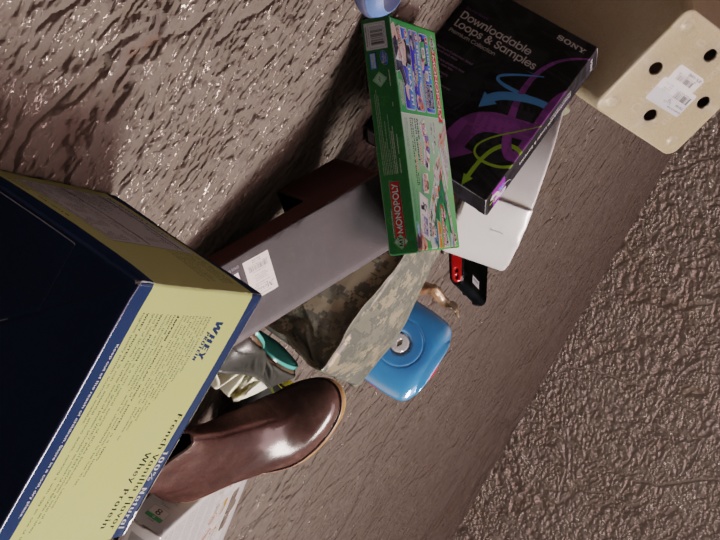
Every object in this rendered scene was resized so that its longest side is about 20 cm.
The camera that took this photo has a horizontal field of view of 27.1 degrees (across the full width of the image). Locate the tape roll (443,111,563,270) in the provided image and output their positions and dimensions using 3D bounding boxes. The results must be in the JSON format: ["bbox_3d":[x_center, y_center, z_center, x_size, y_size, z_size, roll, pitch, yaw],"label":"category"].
[{"bbox_3d":[0.147,-0.104,1.542,0.202,0.070,0.204,-161,-90,-89],"label":"tape roll"}]

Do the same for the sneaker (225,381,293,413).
[{"bbox_3d":[-0.081,0.153,1.571,0.075,0.084,0.200,-59,165,6],"label":"sneaker"}]

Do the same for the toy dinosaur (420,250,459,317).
[{"bbox_3d":[0.025,0.003,1.635,0.200,0.134,0.086,62,16,-51],"label":"toy dinosaur"}]

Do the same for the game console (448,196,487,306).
[{"bbox_3d":[0.123,-0.058,1.734,0.200,0.031,0.179,35,57,-74],"label":"game console"}]

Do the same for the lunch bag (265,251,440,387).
[{"bbox_3d":[0.000,0.000,1.461,0.201,0.117,0.164,-52,164,0],"label":"lunch bag"}]

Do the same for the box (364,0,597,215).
[{"bbox_3d":[0.118,-0.170,1.441,0.201,0.142,0.036,-53,163,-18],"label":"box"}]

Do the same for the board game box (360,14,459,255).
[{"bbox_3d":[0.046,-0.116,1.319,0.134,0.029,0.202,-7,90,-71],"label":"board game box"}]

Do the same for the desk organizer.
[{"bbox_3d":[-0.066,-0.019,1.286,0.199,0.077,0.072,-32,120,-26],"label":"desk organizer"}]

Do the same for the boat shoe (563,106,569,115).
[{"bbox_3d":[0.208,-0.225,1.772,0.200,0.071,0.063,11,69,-71],"label":"boat shoe"}]

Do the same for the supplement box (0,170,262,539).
[{"bbox_3d":[-0.194,0.060,0.937,0.201,0.134,0.200,-59,164,7],"label":"supplement box"}]

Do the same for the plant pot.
[{"bbox_3d":[0.295,-0.244,1.547,0.199,0.178,0.200,25,119,-39],"label":"plant pot"}]

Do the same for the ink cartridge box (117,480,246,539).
[{"bbox_3d":[-0.192,0.273,1.550,0.200,0.050,0.162,-41,158,-57],"label":"ink cartridge box"}]

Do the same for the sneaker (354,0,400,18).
[{"bbox_3d":[0.064,-0.280,1.167,0.201,0.082,0.074,-59,166,13],"label":"sneaker"}]

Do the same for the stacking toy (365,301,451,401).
[{"bbox_3d":[0.038,0.111,1.871,0.116,0.109,0.200,-56,176,-15],"label":"stacking toy"}]

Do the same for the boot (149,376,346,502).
[{"bbox_3d":[-0.118,0.161,1.394,0.199,0.073,0.166,-32,165,13],"label":"boot"}]

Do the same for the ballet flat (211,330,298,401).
[{"bbox_3d":[-0.112,0.080,1.375,0.068,0.068,0.200,-45,162,-2],"label":"ballet flat"}]
